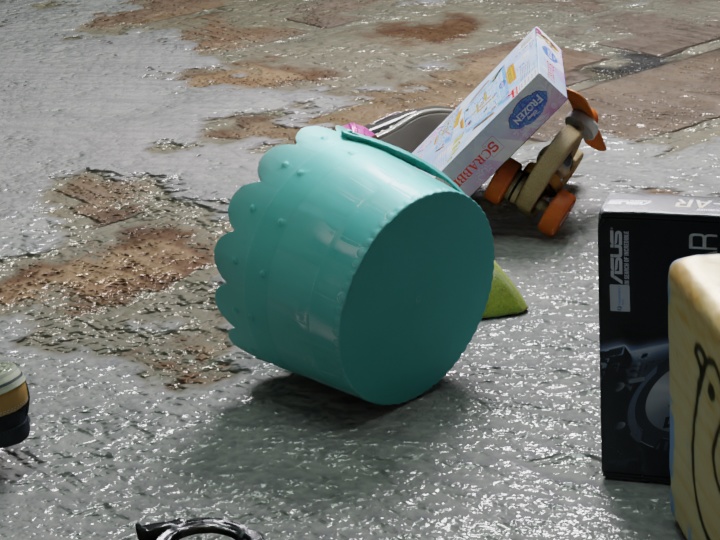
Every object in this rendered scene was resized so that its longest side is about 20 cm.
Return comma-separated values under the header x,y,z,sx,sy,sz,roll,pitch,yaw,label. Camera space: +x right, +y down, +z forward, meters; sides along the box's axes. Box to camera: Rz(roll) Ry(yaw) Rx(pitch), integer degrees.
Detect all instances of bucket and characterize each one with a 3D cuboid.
x,y,z,sx,sy,sz,roll,pitch,yaw,label
0.000,0.000,1.453,0.135,0.207,0.207,26,34,38,bucket

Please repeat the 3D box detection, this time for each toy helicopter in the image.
x,y,z,sx,sy,sz,roll,pitch,yaw,label
0.198,-0.112,1.841,0.079,0.132,0.200,31,10,9,toy helicopter

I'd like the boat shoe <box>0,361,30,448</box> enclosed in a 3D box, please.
x,y,z,sx,sy,sz,roll,pitch,yaw,label
-0.312,0.105,1.414,0.075,0.062,0.200,-26,14,-36,boat shoe

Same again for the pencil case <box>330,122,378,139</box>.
x,y,z,sx,sy,sz,roll,pitch,yaw,label
-0.011,-0.072,1.653,0.091,0.094,0.200,-4,20,-2,pencil case

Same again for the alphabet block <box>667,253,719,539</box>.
x,y,z,sx,sy,sz,roll,pitch,yaw,label
0.307,0.103,1.131,0.196,0.196,0.200,-7,19,-4,alphabet block

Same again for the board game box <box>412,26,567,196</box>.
x,y,z,sx,sy,sz,roll,pitch,yaw,label
0.121,-0.139,1.845,0.200,0.041,0.200,-45,11,18,board game box

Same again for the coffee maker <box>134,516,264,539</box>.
x,y,z,sx,sy,sz,roll,pitch,yaw,label
-0.023,0.233,0.815,0.135,0.200,0.192,-6,23,-13,coffee maker

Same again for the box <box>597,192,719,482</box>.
x,y,z,sx,sy,sz,roll,pitch,yaw,label
0.245,0.049,1.267,0.160,0.200,0.044,4,21,18,box

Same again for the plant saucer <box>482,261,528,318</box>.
x,y,z,sx,sy,sz,roll,pitch,yaw,label
0.030,-0.006,1.672,0.199,0.048,0.200,-7,21,-10,plant saucer

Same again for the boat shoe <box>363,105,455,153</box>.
x,y,z,sx,sy,sz,roll,pitch,yaw,label
0.027,-0.140,2.007,0.200,0.067,0.057,-21,31,-32,boat shoe
